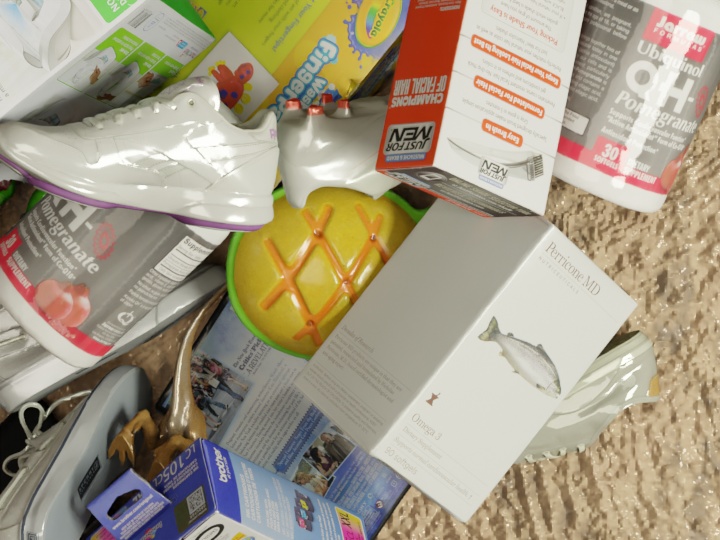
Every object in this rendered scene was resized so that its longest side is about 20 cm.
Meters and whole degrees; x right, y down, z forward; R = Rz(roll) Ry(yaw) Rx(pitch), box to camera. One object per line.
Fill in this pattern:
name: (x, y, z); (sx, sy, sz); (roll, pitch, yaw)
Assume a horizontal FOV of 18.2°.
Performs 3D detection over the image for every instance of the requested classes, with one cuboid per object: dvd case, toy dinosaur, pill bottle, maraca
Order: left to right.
pill bottle: (-0.162, -0.036, 1.591); (0.200, 0.111, 0.111); (-44, 84, 8)
toy dinosaur: (-0.135, 0.114, 1.679); (0.060, 0.106, 0.201); (4, 109, 32)
dvd case: (-0.041, 0.104, 1.704); (0.200, 0.018, 0.143); (35, 103, 8)
maraca: (0.000, 0.000, 1.642); (0.199, 0.107, 0.138); (2, 104, -13)
pill bottle: (0.198, -0.152, 1.566); (0.110, 0.111, 0.201); (25, 101, 10)

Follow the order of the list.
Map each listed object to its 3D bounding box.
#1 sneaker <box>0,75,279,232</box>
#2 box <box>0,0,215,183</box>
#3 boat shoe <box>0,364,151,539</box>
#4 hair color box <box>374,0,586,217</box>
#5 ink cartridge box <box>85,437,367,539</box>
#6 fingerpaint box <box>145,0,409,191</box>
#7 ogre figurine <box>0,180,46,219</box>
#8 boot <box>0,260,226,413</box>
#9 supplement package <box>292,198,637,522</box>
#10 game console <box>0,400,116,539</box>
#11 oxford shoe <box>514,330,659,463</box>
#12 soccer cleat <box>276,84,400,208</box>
sneaker: (-0.146, -0.086, 1.479); (0.199, 0.075, 0.100); (9, 96, -26)
box: (-0.210, -0.151, 1.542); (0.176, 0.200, 0.097); (-38, 83, 6)
boat shoe: (-0.228, 0.141, 1.672); (0.086, 0.202, 0.075); (4, 130, 21)
hair color box: (0.086, -0.147, 1.505); (0.064, 0.111, 0.201); (-1, 73, 48)
ink cartridge box: (-0.105, 0.208, 1.630); (0.136, 0.200, 0.077); (-41, 42, 23)
fingerpaint box: (-0.064, -0.175, 1.655); (0.167, 0.073, 0.200); (41, 105, 8)
ogre figurine: (-0.277, -0.098, 1.701); (0.120, 0.098, 0.201); (-33, 86, 15)
boot: (-0.204, 0.020, 1.693); (0.199, 0.074, 0.096); (-29, 85, -6)
supplement package: (0.073, 0.052, 1.578); (0.200, 0.117, 0.117); (-52, 39, -1)
game console: (-0.255, 0.236, 1.768); (0.176, 0.117, 0.200); (39, 105, -23)
oxford shoe: (0.133, 0.114, 1.636); (0.199, 0.075, 0.058); (-30, 94, 12)
soccer cleat: (0.027, -0.092, 1.608); (0.199, 0.069, 0.078); (-10, 109, -28)
